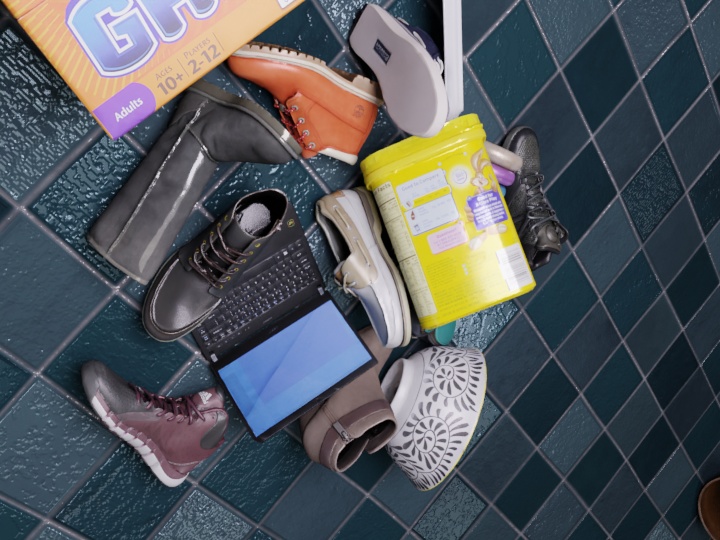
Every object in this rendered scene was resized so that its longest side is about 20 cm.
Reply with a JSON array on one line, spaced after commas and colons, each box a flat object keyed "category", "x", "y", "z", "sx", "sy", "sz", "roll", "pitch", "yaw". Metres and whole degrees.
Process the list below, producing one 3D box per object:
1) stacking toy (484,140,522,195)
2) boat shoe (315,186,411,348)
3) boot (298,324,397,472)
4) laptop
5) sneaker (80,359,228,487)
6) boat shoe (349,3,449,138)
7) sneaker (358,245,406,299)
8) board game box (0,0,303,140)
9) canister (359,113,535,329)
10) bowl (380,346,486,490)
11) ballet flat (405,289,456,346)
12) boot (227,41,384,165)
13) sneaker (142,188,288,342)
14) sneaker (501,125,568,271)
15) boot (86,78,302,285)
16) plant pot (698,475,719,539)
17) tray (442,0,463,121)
[{"category": "stacking toy", "x": 0.139, "y": -0.071, "z": 0.877, "sx": 0.084, "sy": 0.085, "sz": 0.204, "roll": 15, "pitch": 104, "yaw": -33}, {"category": "boat shoe", "x": 0.000, "y": 0.000, "z": 0.779, "sx": 0.067, "sy": 0.075, "sz": 0.204, "roll": -12, "pitch": 71, "yaw": -24}, {"category": "boot", "x": 0.004, "y": 0.161, "z": 0.834, "sx": 0.200, "sy": 0.146, "sz": 0.071, "roll": -45, "pitch": 121, "yaw": -10}, {"category": "laptop", "x": -0.101, "y": 0.057, "z": 0.761, "sx": 0.175, "sy": 0.103, "sz": 0.203, "roll": -31, "pitch": 120, "yaw": -18}, {"category": "sneaker", "x": -0.218, "y": 0.149, "z": 0.740, "sx": 0.114, "sy": 0.076, "sz": 0.202, "roll": -31, "pitch": 130, "yaw": -8}, {"category": "boat shoe", "x": 0.066, "y": -0.216, "z": 0.717, "sx": 0.091, "sy": 0.202, "sz": 0.075, "roll": 4, "pitch": 138, "yaw": -37}, {"category": "sneaker", "x": 0.062, "y": -0.048, "z": 0.840, "sx": 0.198, "sy": 0.075, "sz": 0.115, "roll": -33, "pitch": 83, "yaw": 16}, {"category": "board game box", "x": -0.191, "y": -0.264, "z": 0.528, "sx": 0.199, "sy": 0.200, "sz": 0.201, "roll": -38, "pitch": 122, "yaw": -7}, {"category": "canister", "x": 0.100, "y": -0.051, "z": 0.745, "sx": 0.146, "sy": 0.087, "sz": 0.204, "roll": -20, "pitch": 86, "yaw": 7}, {"category": "bowl", "x": 0.078, "y": 0.177, "z": 0.881, "sx": 0.093, "sy": 0.201, "sz": 0.204, "roll": 27, "pitch": 93, "yaw": -10}, {"category": "ballet flat", "x": 0.081, "y": 0.060, "z": 0.879, "sx": 0.074, "sy": 0.072, "sz": 0.200, "roll": -59, "pitch": 160, "yaw": 1}, {"category": "boot", "x": -0.066, "y": -0.182, "z": 0.720, "sx": 0.197, "sy": 0.075, "sz": 0.109, "roll": 14, "pitch": 105, "yaw": -34}, {"category": "sneaker", "x": -0.157, "y": -0.012, "z": 0.689, "sx": 0.075, "sy": 0.106, "sz": 0.201, "roll": 40, "pitch": 76, "yaw": -10}, {"category": "sneaker", "x": 0.239, "y": -0.093, "z": 0.904, "sx": 0.075, "sy": 0.114, "sz": 0.204, "roll": -6, "pitch": 108, "yaw": -30}, {"category": "boot", "x": -0.168, "y": -0.078, "z": 0.642, "sx": 0.202, "sy": 0.180, "sz": 0.073, "roll": -55, "pitch": 142, "yaw": -9}, {"category": "plant pot", "x": 0.896, "y": 0.518, "z": 1.480, "sx": 0.197, "sy": 0.185, "sz": 0.191, "roll": -15, "pitch": 115, "yaw": -41}, {"category": "tray", "x": 0.109, "y": -0.276, "z": 0.771, "sx": 0.022, "sy": 0.108, "sz": 0.204, "roll": -2, "pitch": 112, "yaw": 8}]
